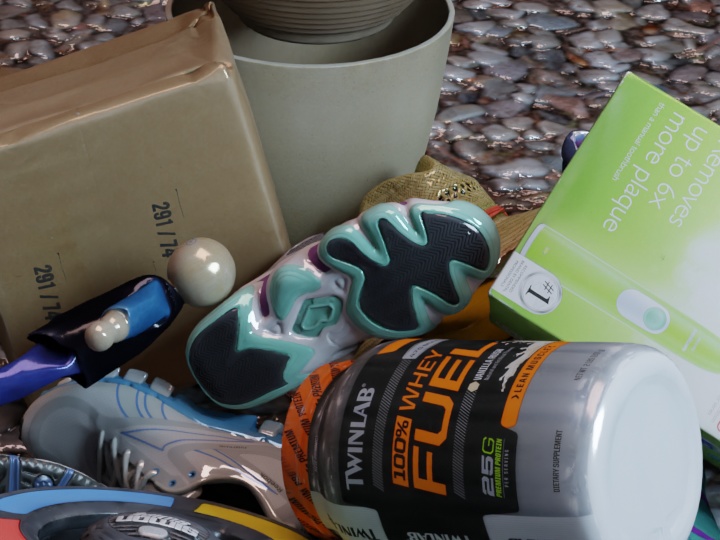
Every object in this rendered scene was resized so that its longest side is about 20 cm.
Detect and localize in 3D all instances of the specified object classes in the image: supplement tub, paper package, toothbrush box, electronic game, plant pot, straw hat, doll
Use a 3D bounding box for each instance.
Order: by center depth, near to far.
[{"bbox_3d":[-0.105,0.146,1.316,0.198,0.042,0.200,10,10,-2],"label":"electronic game"},{"bbox_3d":[0.065,0.097,1.326,0.199,0.123,0.122,-1,22,35],"label":"supplement tub"},{"bbox_3d":[0.188,0.012,1.384,0.199,0.146,0.086,33,-8,8],"label":"toothbrush box"},{"bbox_3d":[-0.157,0.040,1.437,0.199,0.049,0.136,-27,-2,-15],"label":"doll"},{"bbox_3d":[-0.144,-0.031,1.561,0.189,0.201,0.104,-18,30,-2],"label":"paper package"},{"bbox_3d":[0.044,-0.023,1.592,0.201,0.201,0.085,-30,84,-44],"label":"straw hat"},{"bbox_3d":[-0.028,-0.203,1.613,0.199,0.093,0.201,2,28,-1],"label":"plant pot"},{"bbox_3d":[-0.033,-0.080,1.694,0.186,0.201,0.188,0,28,0],"label":"plant pot"}]

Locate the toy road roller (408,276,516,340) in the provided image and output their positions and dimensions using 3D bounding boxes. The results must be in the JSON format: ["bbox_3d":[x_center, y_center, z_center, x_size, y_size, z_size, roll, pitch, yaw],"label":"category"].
[{"bbox_3d":[0.135,0.057,1.482,0.145,0.124,0.200,-7,18,43],"label":"toy road roller"}]

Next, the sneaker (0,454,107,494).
[{"bbox_3d":[-0.226,0.132,1.424,0.198,0.076,0.077,7,3,-15],"label":"sneaker"}]

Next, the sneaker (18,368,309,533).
[{"bbox_3d":[-0.112,0.114,1.462,0.199,0.076,0.087,11,29,19],"label":"sneaker"}]

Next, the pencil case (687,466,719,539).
[{"bbox_3d":[0.162,0.169,1.354,0.084,0.093,0.200,-2,29,-7],"label":"pencil case"}]

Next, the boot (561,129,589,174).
[{"bbox_3d":[0.174,-0.016,1.698,0.072,0.091,0.200,-9,30,-19],"label":"boot"}]

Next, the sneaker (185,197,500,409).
[{"bbox_3d":[0.000,0.000,1.484,0.199,0.078,0.140,-23,9,21],"label":"sneaker"}]
